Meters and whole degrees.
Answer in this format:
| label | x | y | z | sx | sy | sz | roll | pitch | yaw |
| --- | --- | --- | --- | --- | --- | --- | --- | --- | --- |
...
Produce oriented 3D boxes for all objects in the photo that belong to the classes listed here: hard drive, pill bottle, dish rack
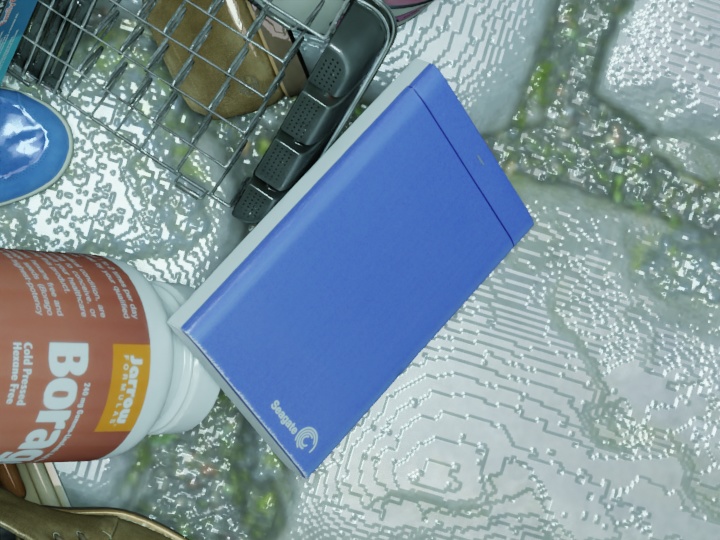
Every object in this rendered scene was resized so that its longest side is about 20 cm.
| label | x | y | z | sx | sy | sz | roll | pitch | yaw |
| --- | --- | --- | --- | --- | --- | --- | --- | --- | --- |
| hard drive | 0.000 | 0.000 | 1.096 | 0.200 | 0.025 | 0.132 | -47 | 129 | -14 |
| pill bottle | -0.171 | 0.045 | 1.045 | 0.199 | 0.112 | 0.113 | 3 | 92 | -46 |
| dish rack | -0.097 | -0.122 | 1.056 | 0.199 | 0.055 | 0.154 | 32 | 131 | -2 |

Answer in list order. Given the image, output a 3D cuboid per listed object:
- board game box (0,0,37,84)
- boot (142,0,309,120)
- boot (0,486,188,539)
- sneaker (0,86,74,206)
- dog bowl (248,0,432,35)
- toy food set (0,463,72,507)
| label | x | y | z | sx | sy | sz | roll | pitch | yaw |
| --- | --- | --- | --- | --- | --- | --- | --- | --- | --- |
| board game box | -0.245 | -0.204 | 1.031 | 0.200 | 0.047 | 0.151 | 43 | 129 | 12 |
| boot | -0.099 | -0.180 | 1.111 | 0.075 | 0.074 | 0.201 | -22 | 96 | 5 |
| boot | -0.161 | 0.158 | 1.058 | 0.199 | 0.075 | 0.074 | 21 | 90 | -15 |
| sneaker | -0.256 | -0.074 | 1.073 | 0.199 | 0.111 | 0.077 | 9 | 91 | -7 |
| dog bowl | 0.004 | -0.229 | 1.076 | 0.199 | 0.074 | 0.201 | 0 | 90 | -32 |
| toy food set | -0.244 | 0.121 | 1.105 | 0.143 | 0.060 | 0.201 | -22 | 93 | -5 |
